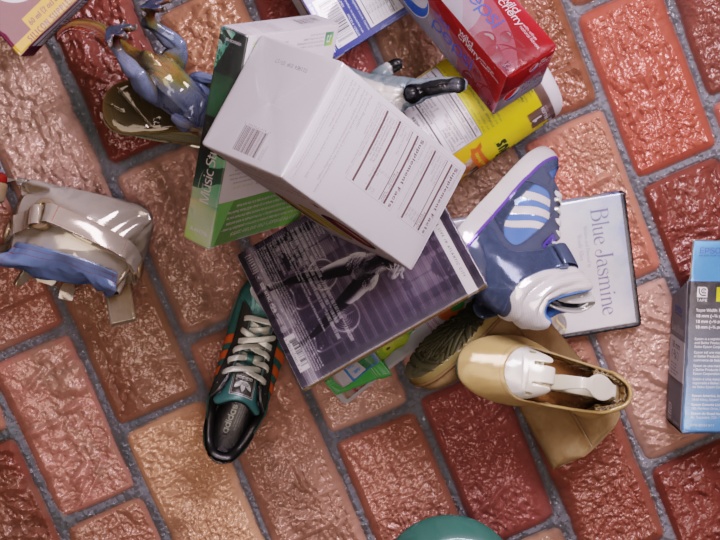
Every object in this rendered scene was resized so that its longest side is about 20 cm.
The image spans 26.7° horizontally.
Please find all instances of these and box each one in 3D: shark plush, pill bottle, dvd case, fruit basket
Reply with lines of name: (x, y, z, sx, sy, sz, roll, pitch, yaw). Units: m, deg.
shark plush: (0.009, -0.182, 1.447, 0.091, 0.199, 0.083, 54, 51, -23)
pill bottle: (0.092, -0.149, 1.496, 0.199, 0.109, 0.110, -34, 99, 2)
dvd case: (0.000, 0.000, 1.427, 0.199, 0.016, 0.150, -30, 73, 6)
fruit basket: (0.018, 0.024, 1.500, 0.199, 0.094, 0.186, -32, 126, 7)
dvd case: (0.186, 0.004, 1.571, 0.198, 0.018, 0.144, -10, 98, -2)

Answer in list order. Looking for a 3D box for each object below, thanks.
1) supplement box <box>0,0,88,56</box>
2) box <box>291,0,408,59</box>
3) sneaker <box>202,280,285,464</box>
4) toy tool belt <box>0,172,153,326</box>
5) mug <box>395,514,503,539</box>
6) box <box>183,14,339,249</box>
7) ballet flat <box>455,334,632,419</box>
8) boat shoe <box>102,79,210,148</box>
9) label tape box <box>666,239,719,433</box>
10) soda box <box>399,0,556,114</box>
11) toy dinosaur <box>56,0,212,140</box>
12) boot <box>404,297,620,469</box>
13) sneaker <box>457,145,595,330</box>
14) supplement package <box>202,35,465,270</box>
supplement box: (-0.351, -0.317, 1.455, 0.110, 0.086, 0.200, -42, 99, 4)
box: (0.019, -0.306, 1.486, 0.199, 0.032, 0.122, -34, 100, -18)
sneaker: (-0.112, 0.102, 1.536, 0.071, 0.080, 0.202, 14, 97, -5)
toy tool belt: (-0.306, -0.022, 1.487, 0.198, 0.125, 0.124, 13, 89, -5)
mug: (0.093, 0.347, 1.570, 0.150, 0.114, 0.187, -3, 100, -4)
box: (-0.090, -0.129, 1.385, 0.036, 0.144, 0.202, 23, 113, 28)
ballet flat: (0.184, 0.102, 1.473, 0.199, 0.063, 0.069, 12, 80, -34)
boat shoe: (-0.157, -0.154, 1.513, 0.198, 0.063, 0.074, -1, 86, -10)
label tape box: (0.399, 0.065, 1.570, 0.143, 0.063, 0.202, 1, 99, -3)
soda box: (0.093, -0.249, 1.418, 0.063, 0.070, 0.200, -32, 73, -19)
toy dinosaur: (-0.165, -0.177, 1.457, 0.105, 0.199, 0.182, -46, 129, -23)
boot: (0.159, 0.123, 1.529, 0.175, 0.066, 0.201, -39, 112, -15)
sneaker: (0.179, -0.022, 1.484, 0.146, 0.200, 0.081, 40, 139, 7)
supplement package: (-0.019, -0.100, 1.327, 0.200, 0.113, 0.110, 34, 83, -47)
